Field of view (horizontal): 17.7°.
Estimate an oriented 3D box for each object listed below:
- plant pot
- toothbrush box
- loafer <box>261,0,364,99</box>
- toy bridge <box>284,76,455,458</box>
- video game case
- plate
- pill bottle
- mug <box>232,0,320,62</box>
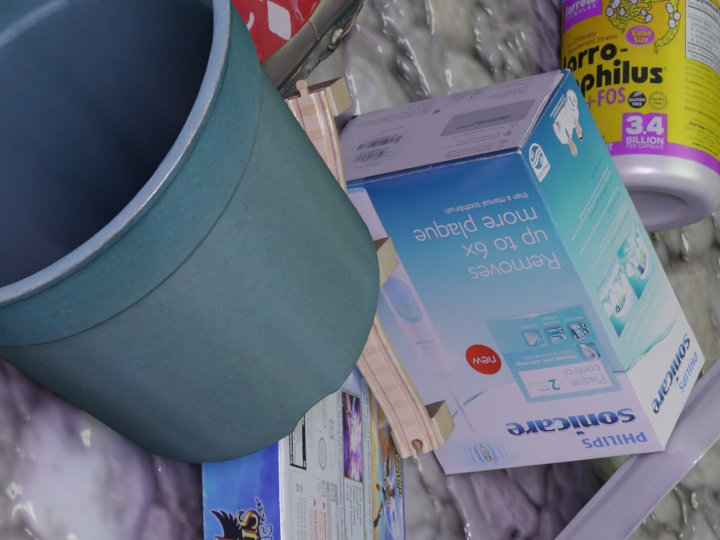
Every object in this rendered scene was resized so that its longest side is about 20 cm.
[{"bbox_3d":[-0.098,-0.023,0.990,0.196,0.200,0.201,49,44,-49],"label":"plant pot"},{"bbox_3d":[0.079,0.005,1.265,0.200,0.146,0.085,62,39,-26],"label":"toothbrush box"},{"bbox_3d":[-0.051,-0.117,1.192,0.200,0.072,0.063,-50,142,-41],"label":"loafer"},{"bbox_3d":[0.000,0.000,1.158,0.067,0.027,0.201,-49,122,-70],"label":"toy bridge"},{"bbox_3d":[-0.024,0.142,1.128,0.181,0.045,0.201,29,57,-67],"label":"video game case"},{"bbox_3d":[0.169,0.121,1.359,0.032,0.200,0.200,43,36,8],"label":"plate"},{"bbox_3d":[0.180,-0.133,1.485,0.104,0.104,0.201,26,60,-50],"label":"pill bottle"},{"bbox_3d":[-0.087,-0.194,1.057,0.200,0.177,0.134,60,32,-34],"label":"mug"}]
